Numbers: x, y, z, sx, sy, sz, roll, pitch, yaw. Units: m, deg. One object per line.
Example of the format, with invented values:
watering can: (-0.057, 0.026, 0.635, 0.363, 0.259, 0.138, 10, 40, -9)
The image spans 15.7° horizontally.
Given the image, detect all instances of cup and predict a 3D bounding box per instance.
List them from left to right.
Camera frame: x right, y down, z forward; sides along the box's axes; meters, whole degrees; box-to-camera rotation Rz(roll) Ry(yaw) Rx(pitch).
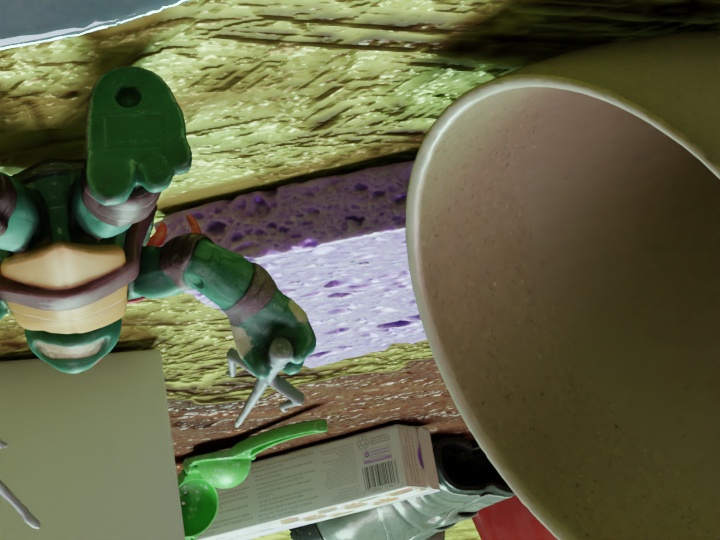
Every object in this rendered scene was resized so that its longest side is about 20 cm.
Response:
cup: (0.135, -0.001, 0.881, 0.143, 0.201, 0.200, -30, 179, -32)

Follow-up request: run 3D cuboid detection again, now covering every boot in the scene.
boot: (0.048, 0.152, 1.652, 0.130, 0.068, 0.200, -21, 164, 20)

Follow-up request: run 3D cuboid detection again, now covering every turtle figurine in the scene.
turtle figurine: (-0.100, 0.006, 0.888, 0.149, 0.101, 0.200, -22, 152, -9)

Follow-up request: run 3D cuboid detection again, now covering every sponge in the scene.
sponge: (0.000, 0.000, 1.071, 0.111, 0.030, 0.200, -12, 166, 13)

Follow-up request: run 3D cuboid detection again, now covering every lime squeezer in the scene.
lime squeezer: (-0.083, 0.131, 1.482, 0.038, 0.071, 0.200, 17, 125, -26)

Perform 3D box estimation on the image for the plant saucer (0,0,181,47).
plant saucer: (-0.098, -0.097, 0.570, 0.200, 0.039, 0.201, -8, 165, -2)

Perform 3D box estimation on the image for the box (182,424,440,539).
box: (-0.047, 0.133, 1.552, 0.200, 0.042, 0.039, -18, 164, 29)

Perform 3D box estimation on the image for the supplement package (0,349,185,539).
supplement package: (-0.161, 0.121, 1.265, 0.121, 0.120, 0.200, -4, 165, -15)

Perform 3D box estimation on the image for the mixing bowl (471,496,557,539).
mixing bowl: (0.176, 0.192, 1.793, 0.199, 0.109, 0.200, -9, 166, -2)
